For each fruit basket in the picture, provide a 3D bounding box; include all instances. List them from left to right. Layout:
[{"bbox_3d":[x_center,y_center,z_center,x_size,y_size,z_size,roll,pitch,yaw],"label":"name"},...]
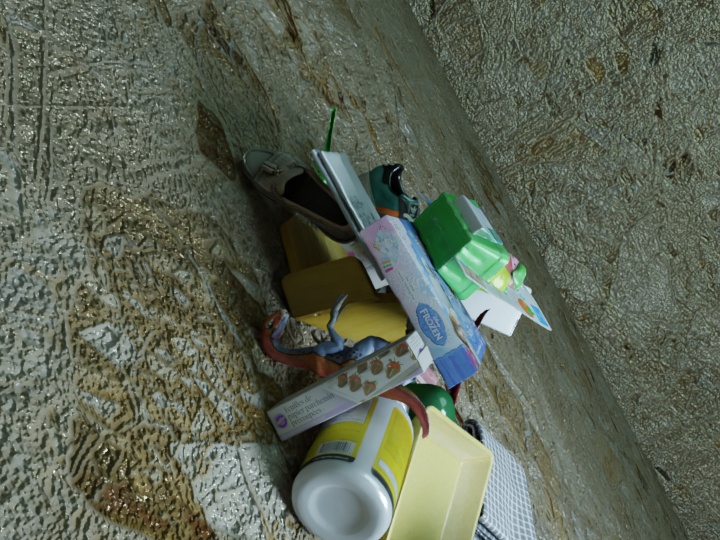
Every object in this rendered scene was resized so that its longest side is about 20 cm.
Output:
[{"bbox_3d":[0.173,-0.020,0.855,0.199,0.094,0.186,23,31,-33],"label":"fruit basket"}]

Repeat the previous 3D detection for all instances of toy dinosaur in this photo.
[{"bbox_3d":[-0.026,0.098,0.732,0.201,0.180,0.106,-104,-171,-56],"label":"toy dinosaur"}]

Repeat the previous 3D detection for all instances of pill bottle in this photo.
[{"bbox_3d":[0.001,0.213,0.739,0.112,0.112,0.200,58,25,-11],"label":"pill bottle"}]

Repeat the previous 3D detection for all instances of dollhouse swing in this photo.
[{"bbox_3d":[0.000,0.000,0.910,0.200,0.181,0.177,28,52,-51],"label":"dollhouse swing"}]

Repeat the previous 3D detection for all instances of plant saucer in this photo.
[{"bbox_3d":[0.092,0.304,0.833,0.200,0.048,0.201,42,60,-40],"label":"plant saucer"}]

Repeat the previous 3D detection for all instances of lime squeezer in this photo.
[{"bbox_3d":[-0.059,-0.166,1.059,0.037,0.071,0.202,13,79,-22],"label":"lime squeezer"}]

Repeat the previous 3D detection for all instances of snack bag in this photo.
[{"bbox_3d":[0.005,-0.082,0.862,0.189,0.021,0.200,60,12,-3],"label":"snack bag"}]

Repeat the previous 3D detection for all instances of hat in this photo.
[{"bbox_3d":[0.128,0.199,0.891,0.165,0.175,0.201,-33,97,-54],"label":"hat"}]

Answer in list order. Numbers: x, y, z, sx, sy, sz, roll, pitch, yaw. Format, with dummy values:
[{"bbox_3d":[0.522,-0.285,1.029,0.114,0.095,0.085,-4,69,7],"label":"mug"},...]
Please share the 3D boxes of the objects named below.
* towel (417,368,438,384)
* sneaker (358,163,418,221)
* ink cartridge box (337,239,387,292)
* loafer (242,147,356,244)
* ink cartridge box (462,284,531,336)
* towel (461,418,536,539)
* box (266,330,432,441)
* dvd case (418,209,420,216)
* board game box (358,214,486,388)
[{"bbox_3d":[0.075,0.185,1.028,0.144,0.023,0.200,55,25,-15],"label":"towel"},{"bbox_3d":[0.060,-0.078,1.008,0.071,0.079,0.201,1,71,-64],"label":"sneaker"},{"bbox_3d":[0.020,-0.046,1.082,0.201,0.067,0.117,61,24,-20],"label":"ink cartridge box"},{"bbox_3d":[-0.082,-0.113,0.867,0.199,0.072,0.063,36,-6,6],"label":"loafer"},{"bbox_3d":[0.178,0.025,1.031,0.144,0.084,0.200,24,6,-2],"label":"ink cartridge box"},{"bbox_3d":[0.217,0.372,1.045,0.166,0.085,0.201,47,28,-30],"label":"towel"},{"bbox_3d":[-0.015,0.128,0.685,0.039,0.199,0.041,60,24,2],"label":"box"},{"bbox_3d":[0.102,0.002,1.166,0.149,0.016,0.202,-60,147,-64],"label":"dvd case"},{"bbox_3d":[0.085,0.029,0.778,0.200,0.043,0.200,59,13,5],"label":"board game box"}]
